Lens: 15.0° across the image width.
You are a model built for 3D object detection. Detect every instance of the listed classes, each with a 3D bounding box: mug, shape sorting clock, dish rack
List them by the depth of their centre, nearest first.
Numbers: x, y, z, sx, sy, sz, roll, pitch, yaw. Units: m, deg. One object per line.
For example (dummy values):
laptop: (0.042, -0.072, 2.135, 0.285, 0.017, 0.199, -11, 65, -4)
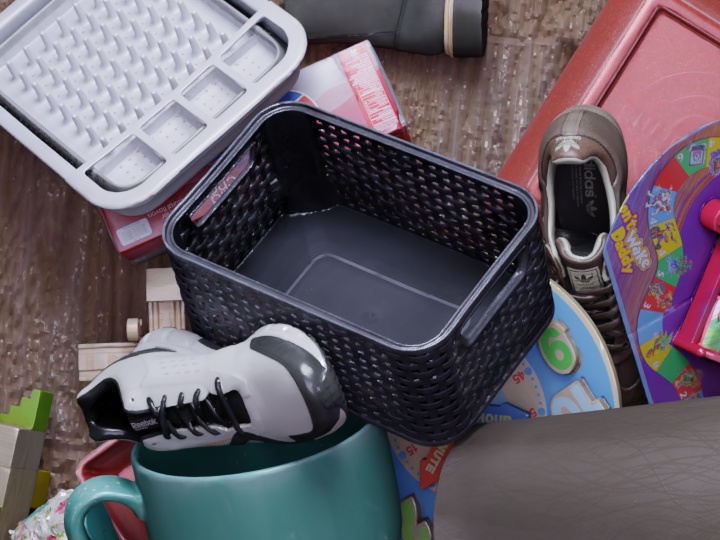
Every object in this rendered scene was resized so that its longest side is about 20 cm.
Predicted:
mug: (-0.066, 0.148, 1.653, 0.185, 0.152, 0.115, -4, 109, 25)
shape sorting clock: (0.064, 0.088, 1.682, 0.200, 0.039, 0.200, 3, 99, 19)
dish rack: (-0.141, -0.123, 1.715, 0.172, 0.044, 0.200, -43, 54, -12)

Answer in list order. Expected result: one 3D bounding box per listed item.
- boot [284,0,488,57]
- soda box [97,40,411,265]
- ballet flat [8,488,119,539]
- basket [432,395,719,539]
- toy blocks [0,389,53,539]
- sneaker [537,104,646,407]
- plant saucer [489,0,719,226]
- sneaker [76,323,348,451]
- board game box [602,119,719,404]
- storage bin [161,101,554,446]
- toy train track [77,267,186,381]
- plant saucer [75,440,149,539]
boot: (0.012, -0.237, 1.750, 0.138, 0.077, 0.200, 0, 85, 7)
soda box: (-0.071, -0.073, 1.740, 0.200, 0.070, 0.063, -23, 82, 1)
ballet flat: (-0.162, 0.231, 1.719, 0.064, 0.076, 0.200, -17, 99, 19)
basket: (0.154, 0.147, 1.562, 0.200, 0.136, 0.180, -1, 52, 30)
toy blocks: (-0.285, 0.161, 1.730, 0.137, 0.100, 0.200, 10, 86, 14)
sneaker: (0.136, 0.002, 1.683, 0.070, 0.076, 0.200, -5, 107, 18)
plant saucer: (0.211, -0.071, 1.741, 0.200, 0.037, 0.200, 32, 88, 4)
sneaker: (-0.086, 0.078, 1.588, 0.080, 0.200, 0.074, -31, 106, -37)
board game box: (0.235, 0.007, 1.672, 0.158, 0.039, 0.200, -29, 118, -19)
storage bin: (0.000, 0.000, 1.615, 0.200, 0.094, 0.135, 23, 58, 27)
toy train track: (-0.120, 0.098, 1.713, 0.115, 0.033, 0.200, -3, 87, 2)
plant saucer: (-0.045, 0.150, 1.742, 0.200, 0.037, 0.200, -35, 86, -1)
